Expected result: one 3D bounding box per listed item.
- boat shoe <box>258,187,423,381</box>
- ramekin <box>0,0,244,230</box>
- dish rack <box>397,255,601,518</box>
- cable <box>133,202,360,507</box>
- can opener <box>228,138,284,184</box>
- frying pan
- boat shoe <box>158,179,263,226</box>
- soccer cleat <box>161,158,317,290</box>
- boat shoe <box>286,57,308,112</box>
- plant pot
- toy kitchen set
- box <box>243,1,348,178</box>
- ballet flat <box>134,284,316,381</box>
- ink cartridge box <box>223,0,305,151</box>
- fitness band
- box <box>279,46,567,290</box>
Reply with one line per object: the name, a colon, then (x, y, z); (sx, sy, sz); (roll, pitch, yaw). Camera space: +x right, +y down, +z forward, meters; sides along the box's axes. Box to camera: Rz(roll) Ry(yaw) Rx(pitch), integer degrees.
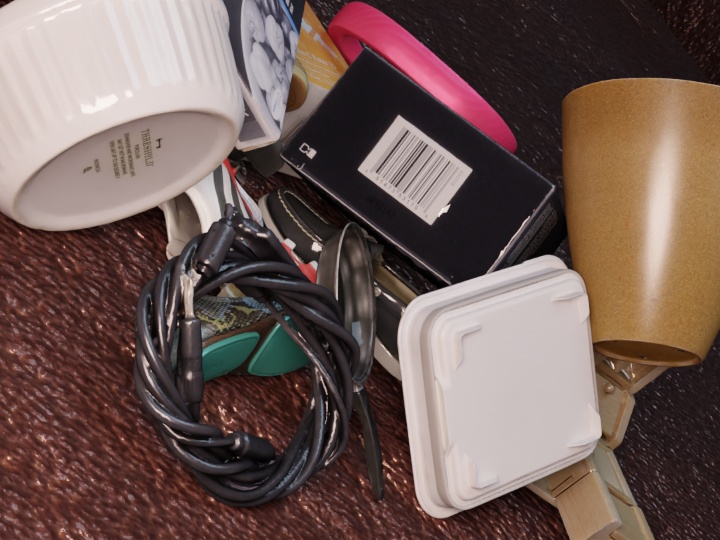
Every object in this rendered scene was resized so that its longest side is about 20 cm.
boat shoe: (0.000, 0.000, 1.463); (0.200, 0.060, 0.076); (46, 21, -3)
ramekin: (-0.167, -0.103, 1.156); (0.202, 0.202, 0.095); (7, 56, -59)
dish rack: (0.117, 0.088, 1.360); (0.199, 0.043, 0.173); (-16, 104, -41)
cable: (-0.066, 0.068, 1.139); (0.200, 0.051, 0.164); (58, 43, -34)
can opener: (-0.134, -0.145, 1.409); (0.200, 0.066, 0.053); (49, 12, -38)
frying pan: (-0.003, 0.056, 1.285); (0.115, 0.031, 0.191); (-71, 155, -58)
boat shoe: (-0.140, -0.097, 1.354); (0.200, 0.068, 0.072); (44, 21, -8)
soccer cleat: (-0.095, -0.011, 1.309); (0.085, 0.068, 0.201); (-43, 109, -34)
boat shoe: (-0.129, -0.190, 1.439); (0.199, 0.073, 0.063); (24, 52, 1)
plant pot: (0.241, -0.030, 1.448); (0.186, 0.186, 0.201); (23, 72, -47)
toy kitchen set: (0.209, 0.109, 1.492); (0.163, 0.180, 0.201); (35, 24, -38)
box: (-0.096, -0.194, 1.568); (0.124, 0.097, 0.200); (14, 38, -55)
ballet flat: (-0.087, 0.036, 1.231); (0.074, 0.074, 0.200); (53, 20, 15)
ink cartridge box: (-0.105, -0.224, 1.305); (0.199, 0.043, 0.200); (-82, 149, -47)
fitness band: (0.055, -0.163, 1.589); (0.200, 0.037, 0.144); (40, -8, 3)
box: (0.060, -0.063, 1.483); (0.196, 0.118, 0.200); (38, -1, 13)
